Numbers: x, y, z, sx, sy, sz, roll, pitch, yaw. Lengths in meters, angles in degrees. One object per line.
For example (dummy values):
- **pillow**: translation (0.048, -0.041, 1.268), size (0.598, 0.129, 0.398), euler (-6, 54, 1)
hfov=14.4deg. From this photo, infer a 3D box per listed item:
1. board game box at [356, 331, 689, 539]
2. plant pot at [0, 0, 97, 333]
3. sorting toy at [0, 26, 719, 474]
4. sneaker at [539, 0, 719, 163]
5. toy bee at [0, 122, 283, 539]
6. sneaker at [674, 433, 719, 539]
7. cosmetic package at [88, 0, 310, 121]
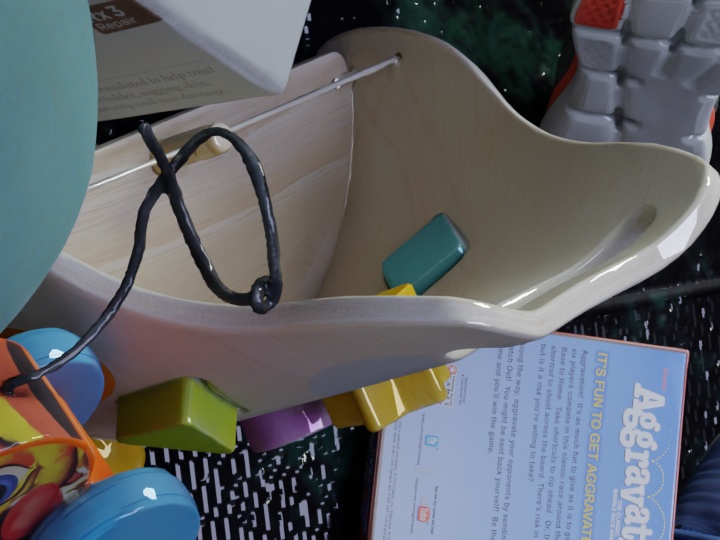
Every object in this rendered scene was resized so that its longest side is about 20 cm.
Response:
- **board game box**: translation (0.047, 0.118, 0.919), size (0.103, 0.019, 0.200), euler (8, 78, -10)
- **plant pot**: translation (-0.152, -0.054, 0.640), size (0.161, 0.200, 0.201), euler (50, 53, -40)
- **sorting toy**: translation (0.000, 0.000, 0.800), size (0.200, 0.180, 0.107), euler (-26, 105, -44)
- **sneaker**: translation (0.103, -0.099, 0.942), size (0.077, 0.200, 0.082), euler (15, 57, -9)
- **toy bee**: translation (-0.102, 0.050, 0.716), size (0.109, 0.131, 0.200), euler (-17, 126, -32)
- **sneaker**: translation (0.106, 0.136, 0.973), size (0.077, 0.076, 0.200), euler (40, 61, -36)
- **cosmetic package**: translation (-0.052, -0.146, 0.817), size (0.074, 0.102, 0.200), euler (31, 66, -39)
